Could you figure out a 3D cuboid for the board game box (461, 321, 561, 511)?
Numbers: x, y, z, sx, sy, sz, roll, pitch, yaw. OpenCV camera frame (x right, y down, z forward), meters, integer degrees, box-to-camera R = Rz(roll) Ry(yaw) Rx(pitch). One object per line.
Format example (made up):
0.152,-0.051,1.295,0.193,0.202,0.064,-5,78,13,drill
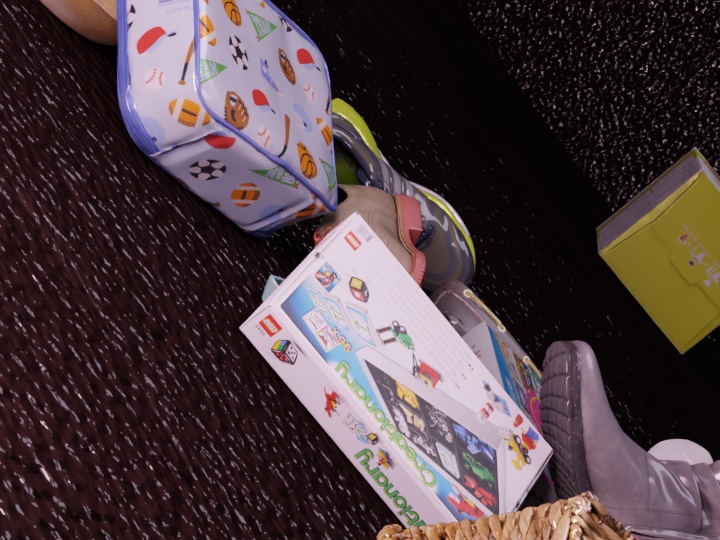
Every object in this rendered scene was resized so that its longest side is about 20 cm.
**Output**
0.131,0.154,1.503,0.200,0.064,0.148,44,19,-30,board game box

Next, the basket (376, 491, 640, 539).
0.106,0.235,1.189,0.200,0.148,0.143,43,47,-36,basket

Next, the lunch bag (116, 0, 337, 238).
-0.085,-0.121,1.420,0.200,0.075,0.161,41,36,-53,lunch bag

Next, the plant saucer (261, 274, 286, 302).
-0.012,0.045,1.432,0.070,0.019,0.200,55,12,16,plant saucer

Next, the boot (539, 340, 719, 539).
0.192,0.131,1.387,0.070,0.131,0.202,-145,-136,-78,boot

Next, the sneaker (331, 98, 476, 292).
0.012,-0.051,1.732,0.200,0.074,0.081,43,18,-5,sneaker

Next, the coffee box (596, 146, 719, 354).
0.486,-0.031,3.203,0.200,0.200,0.198,50,11,-6,coffee box

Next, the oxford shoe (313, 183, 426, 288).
0.000,0.000,1.468,0.074,0.071,0.200,19,22,-10,oxford shoe

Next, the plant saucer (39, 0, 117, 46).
-0.206,-0.218,1.443,0.200,0.035,0.200,49,11,-13,plant saucer

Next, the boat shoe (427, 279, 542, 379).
0.116,0.093,1.616,0.201,0.061,0.072,48,-29,-16,boat shoe

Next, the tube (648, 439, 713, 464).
0.236,0.216,1.637,0.078,0.050,0.201,-110,-167,-48,tube

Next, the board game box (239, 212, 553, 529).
0.026,0.074,1.321,0.200,0.035,0.126,51,38,-6,board game box
